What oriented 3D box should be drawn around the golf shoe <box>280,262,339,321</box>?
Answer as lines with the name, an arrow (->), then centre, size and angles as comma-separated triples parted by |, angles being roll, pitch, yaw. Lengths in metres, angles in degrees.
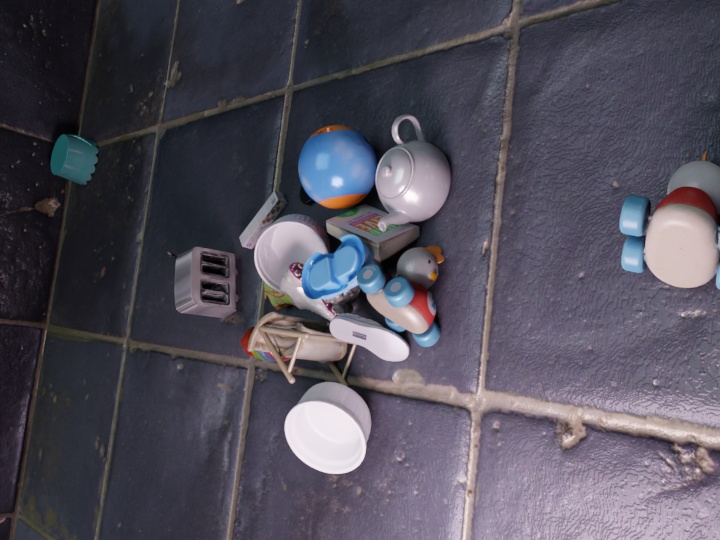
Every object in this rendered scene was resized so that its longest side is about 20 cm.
golf shoe -> -0.119, 0.072, 1.765 | 0.200, 0.075, 0.092 | 45, 121, -2

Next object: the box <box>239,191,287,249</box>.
box -> -0.286, -0.147, 2.058 | 0.200, 0.038, 0.042 | -49, 50, 27

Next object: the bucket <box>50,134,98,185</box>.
bucket -> -1.248, -0.487, 3.049 | 0.204, 0.133, 0.213 | -13, 71, 41

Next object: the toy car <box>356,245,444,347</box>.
toy car -> 0.125, 0.023, 1.542 | 0.175, 0.185, 0.201 | 24, 69, 45

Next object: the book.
book -> 0.028, -0.097, 1.667 | 0.198, 0.132, 0.049 | 27, 133, 44

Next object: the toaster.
toaster -> -0.464, 0.034, 2.087 | 0.117, 0.197, 0.185 | -22, 65, 44

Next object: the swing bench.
swing bench -> -0.135, 0.183, 1.715 | 0.198, 0.197, 0.132 | 28, 100, 44

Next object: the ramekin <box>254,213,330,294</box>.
ramekin -> -0.169, -0.049, 1.810 | 0.202, 0.198, 0.105 | -53, 9, 22

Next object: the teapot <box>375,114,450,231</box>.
teapot -> 0.103, -0.216, 1.601 | 0.198, 0.144, 0.202 | -46, 51, 27

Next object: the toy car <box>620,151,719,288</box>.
toy car -> 0.545, -0.097, 1.143 | 0.181, 0.178, 0.202 | 14, 58, 32

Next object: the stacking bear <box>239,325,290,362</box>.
stacking bear -> -0.257, 0.192, 1.910 | 0.198, 0.120, 0.117 | -11, 65, 53

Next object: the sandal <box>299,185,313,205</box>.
sandal -> -0.118, -0.275, 1.911 | 0.076, 0.042, 0.202 | 47, 114, 41

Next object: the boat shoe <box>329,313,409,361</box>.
boat shoe -> 0.026, 0.149, 1.630 | 0.196, 0.066, 0.074 | 15, 115, 16

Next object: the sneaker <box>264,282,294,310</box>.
sneaker -> -0.201, 0.071, 1.906 | 0.199, 0.077, 0.092 | 28, 109, 51

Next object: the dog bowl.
dog bowl -> -0.051, -0.001, 1.601 | 0.198, 0.049, 0.114 | -29, 58, 34

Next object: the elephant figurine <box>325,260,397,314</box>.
elephant figurine -> 0.000, 0.000, 1.687 | 0.200, 0.155, 0.142 | -42, 21, 18

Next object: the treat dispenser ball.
treat dispenser ball -> -0.056, -0.255, 1.731 | 0.198, 0.198, 0.206 | -12, 72, 43

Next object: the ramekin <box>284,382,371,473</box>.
ramekin -> -0.068, 0.357, 1.618 | 0.196, 0.098, 0.205 | 8, 120, 15
